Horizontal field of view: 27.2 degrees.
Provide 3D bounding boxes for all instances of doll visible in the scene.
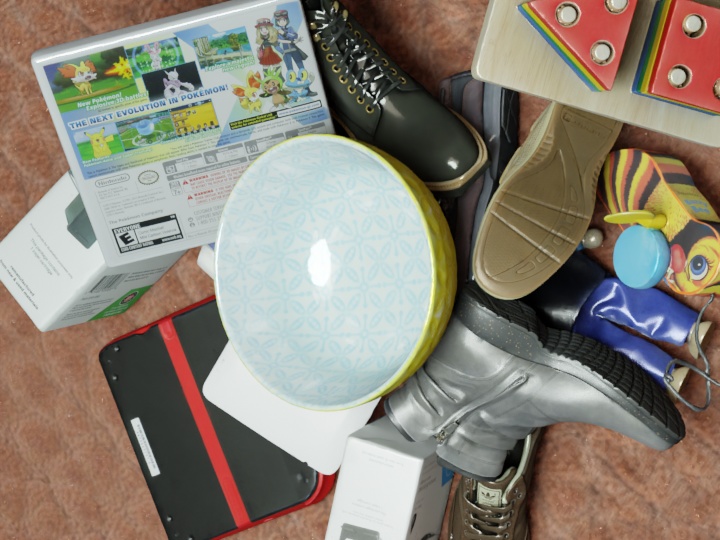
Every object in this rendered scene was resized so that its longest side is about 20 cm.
[{"bbox_3d":[0.166,0.034,1.161,0.200,0.048,0.137,26,84,19],"label":"doll"}]

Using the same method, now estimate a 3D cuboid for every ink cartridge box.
[{"bbox_3d":[-0.191,-0.049,1.244,0.200,0.147,0.083,-43,80,17],"label":"ink cartridge box"},{"bbox_3d":[0.017,0.226,1.203,0.067,0.116,0.201,15,100,18],"label":"ink cartridge box"}]

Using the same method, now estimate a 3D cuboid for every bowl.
[{"bbox_3d":[0.000,0.000,1.099,0.200,0.108,0.201,2,94,37],"label":"bowl"}]

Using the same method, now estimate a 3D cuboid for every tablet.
[{"bbox_3d":[-0.028,0.050,1.185,0.130,0.014,0.200,32,103,7],"label":"tablet"}]

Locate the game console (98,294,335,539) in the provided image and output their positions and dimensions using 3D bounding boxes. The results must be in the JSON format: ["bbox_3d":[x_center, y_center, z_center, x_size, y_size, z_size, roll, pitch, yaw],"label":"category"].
[{"bbox_3d":[-0.126,0.129,1.299,0.177,0.031,0.200,-24,85,26],"label":"game console"}]

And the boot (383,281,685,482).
[{"bbox_3d":[0.129,0.107,1.110,0.200,0.070,0.132,31,111,4],"label":"boot"}]

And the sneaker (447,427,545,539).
[{"bbox_3d":[0.101,0.177,1.188,0.070,0.076,0.201,11,98,19],"label":"sneaker"}]

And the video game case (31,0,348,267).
[{"bbox_3d":[-0.121,-0.104,1.115,0.199,0.022,0.183,-14,121,2],"label":"video game case"}]

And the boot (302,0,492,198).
[{"bbox_3d":[0.004,-0.144,1.116,0.077,0.138,0.200,-45,50,-11],"label":"boot"}]

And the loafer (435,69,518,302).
[{"bbox_3d":[0.083,-0.063,1.162,0.063,0.072,0.201,1,72,23],"label":"loafer"}]

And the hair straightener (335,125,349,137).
[{"bbox_3d":[-0.025,-0.104,1.230,0.200,0.041,0.077,29,104,16],"label":"hair straightener"}]

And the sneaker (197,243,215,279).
[{"bbox_3d":[-0.022,-0.007,1.225,0.199,0.081,0.115,27,100,10],"label":"sneaker"}]

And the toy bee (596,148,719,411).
[{"bbox_3d":[0.248,-0.019,1.087,0.200,0.131,0.109,56,133,12],"label":"toy bee"}]

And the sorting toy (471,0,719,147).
[{"bbox_3d":[0.204,-0.209,1.065,0.198,0.070,0.201,15,94,-8],"label":"sorting toy"}]

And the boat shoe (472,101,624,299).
[{"bbox_3d":[0.140,-0.060,1.117,0.071,0.065,0.200,33,71,-3],"label":"boat shoe"}]
